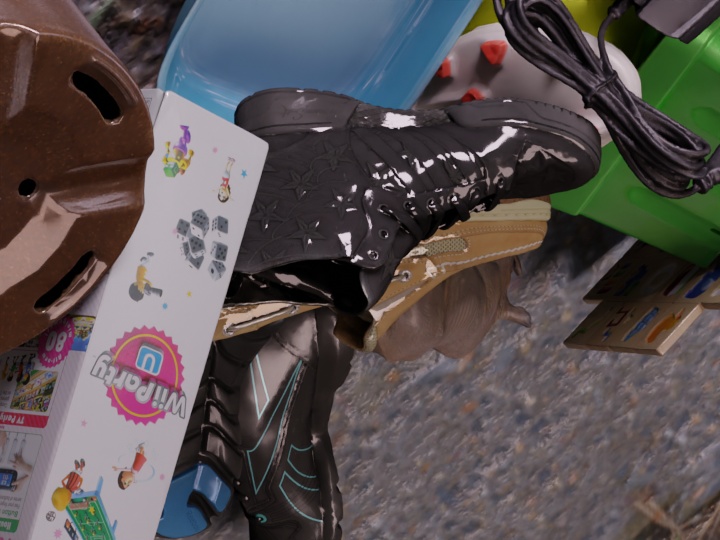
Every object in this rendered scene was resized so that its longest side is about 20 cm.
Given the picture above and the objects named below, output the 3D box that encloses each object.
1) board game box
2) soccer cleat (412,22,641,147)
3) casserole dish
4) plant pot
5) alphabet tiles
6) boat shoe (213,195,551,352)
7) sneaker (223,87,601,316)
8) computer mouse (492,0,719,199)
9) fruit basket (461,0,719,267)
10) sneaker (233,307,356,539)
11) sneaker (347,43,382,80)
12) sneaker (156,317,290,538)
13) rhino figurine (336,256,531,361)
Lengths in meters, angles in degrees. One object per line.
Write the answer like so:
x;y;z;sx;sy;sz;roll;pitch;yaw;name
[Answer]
-0.132;0.029;1.216;0.064;0.147;0.201;26;75;-39;board game box
0.052;-0.081;1.381;0.077;0.199;0.070;-24;102;-54;soccer cleat
-0.013;-0.127;1.285;0.121;0.039;0.200;18;123;-27;casserole dish
-0.193;-0.077;1.152;0.200;0.198;0.201;-22;133;-25;plant pot
0.188;-0.017;1.536;0.166;0.200;0.006;-45;102;-12;alphabet tiles
0.000;0.000;1.354;0.199;0.072;0.077;-6;93;-24;boat shoe
0.008;-0.022;1.274;0.199;0.105;0.060;4;152;-6;sneaker
0.164;-0.127;1.316;0.200;0.141;0.046;-44;-174;-32;computer mouse
0.140;-0.116;1.448;0.156;0.215;0.216;-50;145;-29;fruit basket
-0.052;0.083;1.505;0.079;0.075;0.201;-8;118;-22;sneaker
0.053;-0.166;1.376;0.200;0.076;0.070;-45;139;0;sneaker
-0.084;0.026;1.407;0.073;0.082;0.201;10;107;-41;sneaker
0.041;0.002;1.488;0.200;0.060;0.088;-1;84;-65;rhino figurine
